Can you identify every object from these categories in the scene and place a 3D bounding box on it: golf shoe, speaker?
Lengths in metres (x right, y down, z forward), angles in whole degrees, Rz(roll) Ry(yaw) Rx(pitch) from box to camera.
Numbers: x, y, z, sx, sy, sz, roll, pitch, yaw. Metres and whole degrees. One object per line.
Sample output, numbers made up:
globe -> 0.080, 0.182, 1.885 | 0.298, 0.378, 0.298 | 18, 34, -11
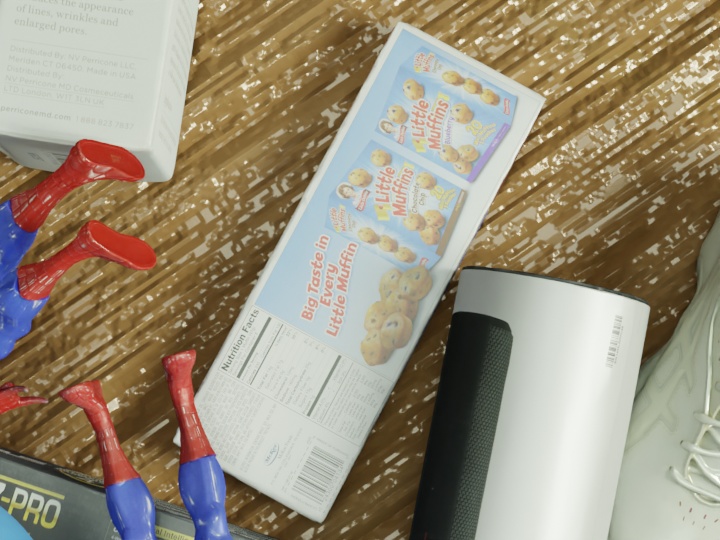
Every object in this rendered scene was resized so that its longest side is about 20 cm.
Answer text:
golf shoe -> 0.151, 0.046, 0.779 | 0.075, 0.092, 0.201 | 20, 88, 0
speaker -> 0.060, 0.104, 0.779 | 0.081, 0.081, 0.201 | 12, 87, 1

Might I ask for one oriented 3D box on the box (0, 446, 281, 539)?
box -> -0.103, 0.172, 0.790 | 0.199, 0.049, 0.162 | 17, 88, 1

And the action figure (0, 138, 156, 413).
action figure -> -0.157, 0.025, 0.763 | 0.200, 0.052, 0.066 | -32, 57, 29

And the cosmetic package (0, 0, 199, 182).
cosmetic package -> -0.099, -0.142, 0.786 | 0.074, 0.102, 0.201 | 7, 85, -1

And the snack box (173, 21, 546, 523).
snack box -> 0.000, 0.000, 0.814 | 0.072, 0.024, 0.201 | 28, 86, 3

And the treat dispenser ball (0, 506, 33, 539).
treat dispenser ball -> -0.192, 0.157, 0.669 | 0.200, 0.201, 0.202 | 0, 86, 0

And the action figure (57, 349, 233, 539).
action figure -> -0.062, 0.133, 0.724 | 0.065, 0.099, 0.201 | -17, 87, -1
